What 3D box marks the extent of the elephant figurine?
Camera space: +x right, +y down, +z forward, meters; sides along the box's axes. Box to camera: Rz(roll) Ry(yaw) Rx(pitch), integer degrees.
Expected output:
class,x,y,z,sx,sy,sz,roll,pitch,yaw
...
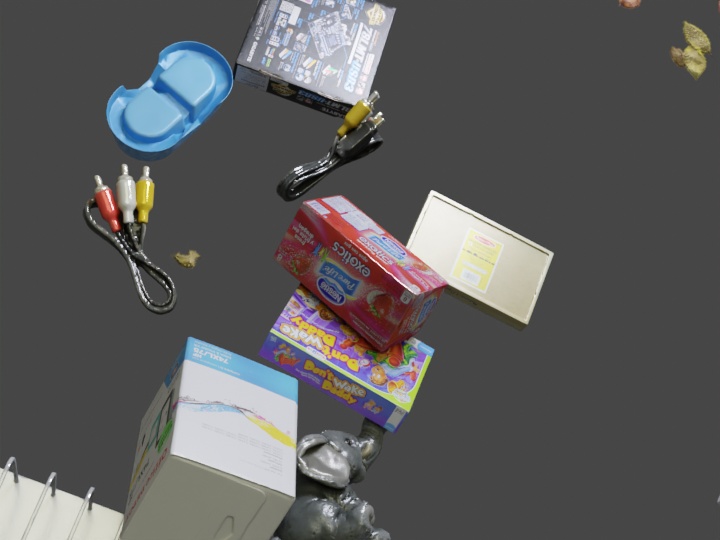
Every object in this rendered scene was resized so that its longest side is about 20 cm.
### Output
class,x,y,z,sx,sy,sz,roll,pitch,yaw
elephant figurine,-0.044,0.256,1.388,0.141,0.155,0.201,-25,55,21

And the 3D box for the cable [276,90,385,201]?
class,x,y,z,sx,sy,sz,roll,pitch,yaw
cable,-0.039,-0.166,1.604,0.200,0.097,0.050,-39,68,-6

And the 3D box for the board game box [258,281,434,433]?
class,x,y,z,sx,sy,sz,roll,pitch,yaw
board game box,-0.015,0.105,1.464,0.199,0.045,0.135,30,36,-1

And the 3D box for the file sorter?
class,x,y,z,sx,sy,sz,roll,pitch,yaw
file sorter,-0.368,0.296,1.271,0.198,0.125,0.140,21,62,-4

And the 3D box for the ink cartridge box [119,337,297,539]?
class,x,y,z,sx,sy,sz,roll,pitch,yaw
ink cartridge box,-0.163,0.209,1.269,0.145,0.147,0.201,24,28,-17

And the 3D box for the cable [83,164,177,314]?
class,x,y,z,sx,sy,sz,roll,pitch,yaw
cable,-0.298,-0.037,1.472,0.096,0.050,0.201,-13,70,-14

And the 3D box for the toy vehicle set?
class,x,y,z,sx,sy,sz,roll,pitch,yaw
toy vehicle set,0.162,-0.015,1.603,0.199,0.027,0.125,27,62,-2

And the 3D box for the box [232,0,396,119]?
class,x,y,z,sx,sy,sz,roll,pitch,yaw
box,-0.066,-0.335,1.676,0.197,0.050,0.201,20,63,-7

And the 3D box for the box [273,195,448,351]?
class,x,y,z,sx,sy,sz,roll,pitch,yaw
box,0.000,0.000,1.477,0.200,0.096,0.099,39,26,18

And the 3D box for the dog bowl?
class,x,y,z,sx,sy,sz,roll,pitch,yaw
dog bowl,-0.264,-0.229,1.577,0.111,0.050,0.200,40,62,5

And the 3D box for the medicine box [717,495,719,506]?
class,x,y,z,sx,sy,sz,roll,pitch,yaw
medicine box,0.605,0.306,1.487,0.199,0.182,0.103,38,63,4
